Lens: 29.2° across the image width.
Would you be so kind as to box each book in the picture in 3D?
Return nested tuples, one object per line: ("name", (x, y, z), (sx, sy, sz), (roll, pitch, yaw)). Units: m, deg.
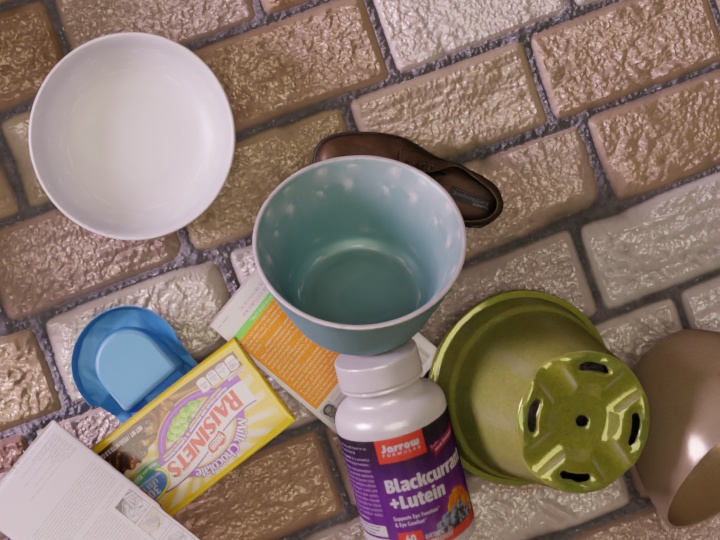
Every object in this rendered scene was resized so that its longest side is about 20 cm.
("book", (-0.034, 0.068, 1.396), (0.200, 0.048, 0.134), (41, 88, -6))

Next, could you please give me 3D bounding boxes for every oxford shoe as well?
("oxford shoe", (0.050, -0.095, 1.376), (0.198, 0.084, 0.073), (14, 93, -3))

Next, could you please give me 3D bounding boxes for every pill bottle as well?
("pill bottle", (0.038, 0.172, 1.340), (0.110, 0.111, 0.202), (-16, 105, -3))

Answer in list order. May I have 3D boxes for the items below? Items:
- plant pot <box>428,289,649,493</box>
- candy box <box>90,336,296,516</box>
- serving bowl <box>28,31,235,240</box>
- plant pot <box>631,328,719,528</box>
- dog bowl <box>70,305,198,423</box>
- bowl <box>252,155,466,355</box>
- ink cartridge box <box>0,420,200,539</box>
("plant pot", (0.182, 0.128, 1.329), (0.198, 0.184, 0.203), (-1, 95, -11))
("candy box", (-0.171, 0.166, 1.349), (0.199, 0.026, 0.103), (-38, 96, -1))
("serving bowl", (-0.221, -0.131, 1.364), (0.198, 0.066, 0.202), (0, 92, -3))
("plant pot", (0.338, 0.137, 1.368), (0.200, 0.201, 0.135), (-38, 58, -2))
("dog bowl", (-0.201, 0.125, 1.383), (0.111, 0.050, 0.200), (-40, 93, -2))
("bowl", (0.000, 0.000, 1.311), (0.199, 0.105, 0.202), (-1, 54, 1))
("ink cartridge box", (-0.243, 0.245, 1.289), (0.199, 0.050, 0.109), (37, 73, 6))
